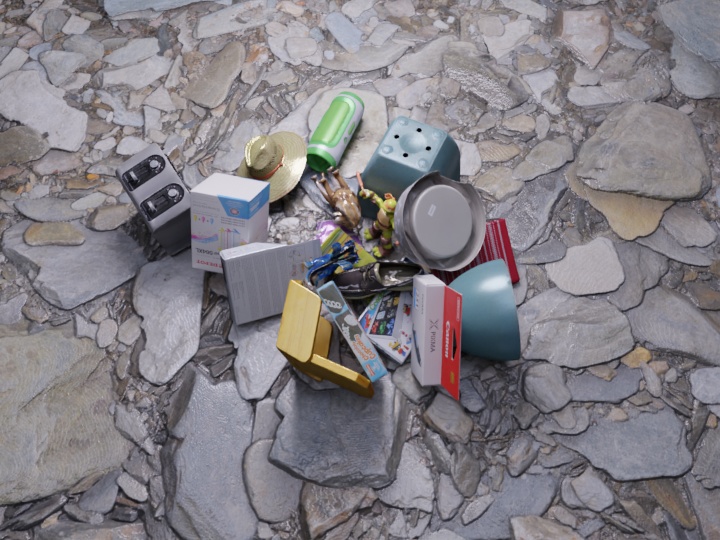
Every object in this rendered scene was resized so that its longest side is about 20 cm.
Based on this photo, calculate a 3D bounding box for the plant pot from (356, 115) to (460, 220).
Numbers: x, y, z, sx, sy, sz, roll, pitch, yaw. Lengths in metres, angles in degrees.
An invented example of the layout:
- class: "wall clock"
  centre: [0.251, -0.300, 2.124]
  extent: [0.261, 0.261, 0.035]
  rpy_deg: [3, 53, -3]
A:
- class: "plant pot"
  centre: [0.109, -0.224, 1.361]
  extent: [0.195, 0.200, 0.197]
  rpy_deg: [23, 66, 13]

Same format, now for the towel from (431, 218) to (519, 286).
- class: "towel"
  centre: [0.240, -0.021, 1.310]
  extent: [0.199, 0.022, 0.145]
  rpy_deg: [-15, 92, -17]

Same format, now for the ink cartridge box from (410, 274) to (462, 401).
- class: "ink cartridge box"
  centre: [0.139, 0.122, 1.157]
  extent: [0.045, 0.176, 0.201]
  rpy_deg: [-1, 100, -10]

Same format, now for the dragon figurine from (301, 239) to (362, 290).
- class: "dragon figurine"
  centre: [-0.055, -0.018, 1.205]
  extent: [0.099, 0.200, 0.059]
  rpy_deg: [-28, 92, 12]

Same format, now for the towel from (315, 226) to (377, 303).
- class: "towel"
  centre: [0.000, 0.000, 1.309]
  extent: [0.200, 0.018, 0.086]
  rpy_deg: [40, 74, -7]

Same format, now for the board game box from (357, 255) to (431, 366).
- class: "board game box"
  centre: [0.087, 0.081, 1.287]
  extent: [0.126, 0.035, 0.200]
  rpy_deg: [37, 69, 2]

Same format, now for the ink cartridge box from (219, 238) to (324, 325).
- class: "ink cartridge box"
  centre: [-0.179, 0.016, 1.277]
  extent: [0.199, 0.163, 0.057]
  rpy_deg: [-16, 34, -21]

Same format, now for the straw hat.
- class: "straw hat"
  centre: [-0.225, -0.261, 1.415]
  extent: [0.200, 0.085, 0.202]
  rpy_deg: [-10, 63, 19]

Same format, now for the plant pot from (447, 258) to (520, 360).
- class: "plant pot"
  centre: [0.228, 0.086, 1.214]
  extent: [0.134, 0.200, 0.201]
  rpy_deg: [-9, 64, 5]

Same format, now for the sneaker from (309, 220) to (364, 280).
- class: "sneaker"
  centre: [-0.101, -0.047, 1.355]
  extent: [0.200, 0.073, 0.115]
  rpy_deg: [-16, 61, -18]

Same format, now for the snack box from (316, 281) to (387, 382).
- class: "snack box"
  centre: [-0.016, 0.113, 1.180]
  extent: [0.037, 0.116, 0.200]
  rpy_deg: [-31, 89, -1]

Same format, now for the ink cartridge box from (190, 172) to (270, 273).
- class: "ink cartridge box"
  centre: [-0.275, -0.085, 1.304]
  extent: [0.128, 0.201, 0.125]
  rpy_deg: [10, 27, 8]

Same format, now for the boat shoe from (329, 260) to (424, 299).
- class: "boat shoe"
  centre: [0.032, 0.010, 1.252]
  extent: [0.199, 0.065, 0.073]
  rpy_deg: [-9, 65, -2]

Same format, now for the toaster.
- class: "toaster"
  centre: [-0.425, -0.149, 1.351]
  extent: [0.118, 0.200, 0.181]
  rpy_deg: [-32, 75, -10]

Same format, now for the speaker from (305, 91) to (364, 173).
- class: "speaker"
  centre: [-0.061, -0.334, 1.482]
  extent: [0.088, 0.089, 0.200]
  rpy_deg: [20, 66, 11]

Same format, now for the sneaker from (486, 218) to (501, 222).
- class: "sneaker"
  centre: [0.231, -0.061, 1.361]
  extent: [0.199, 0.075, 0.077]
  rpy_deg: [-22, 96, -12]

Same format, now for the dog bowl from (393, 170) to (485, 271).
- class: "dog bowl"
  centre: [0.154, -0.097, 1.229]
  extent: [0.199, 0.059, 0.201]
  rpy_deg: [1, 88, -28]

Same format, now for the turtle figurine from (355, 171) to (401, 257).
- class: "turtle figurine"
  centre: [0.049, -0.113, 1.326]
  extent: [0.064, 0.161, 0.200]
  rpy_deg: [-31, 70, -26]

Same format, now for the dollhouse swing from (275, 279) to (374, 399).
- class: "dollhouse swing"
  centre: [-0.050, 0.134, 1.178]
  extent: [0.175, 0.200, 0.182]
  rpy_deg: [7, 70, 8]

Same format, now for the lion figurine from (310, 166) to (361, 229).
- class: "lion figurine"
  centre: [-0.049, -0.164, 1.377]
  extent: [0.072, 0.200, 0.123]
  rpy_deg: [-31, 108, 4]
